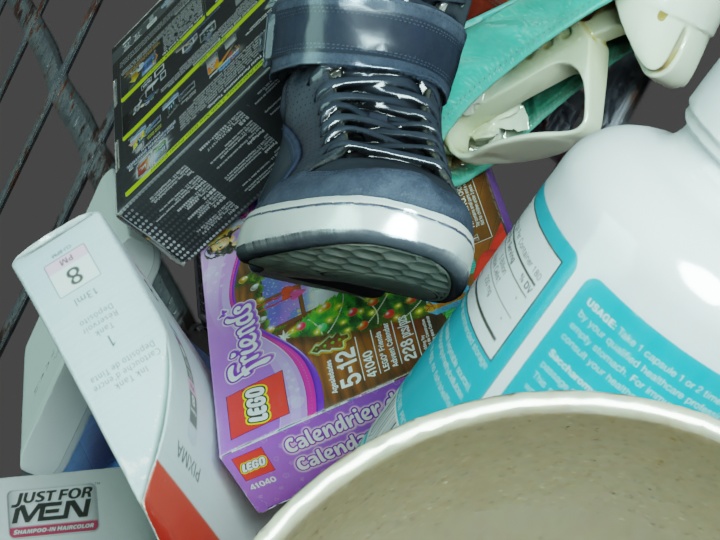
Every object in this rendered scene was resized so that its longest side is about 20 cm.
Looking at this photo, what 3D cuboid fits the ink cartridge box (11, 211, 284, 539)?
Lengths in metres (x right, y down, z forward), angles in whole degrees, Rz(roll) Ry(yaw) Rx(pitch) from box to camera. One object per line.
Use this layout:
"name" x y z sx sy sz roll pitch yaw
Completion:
"ink cartridge box" -0.059 0.093 0.684 0.057 0.163 0.200 -34 56 -7

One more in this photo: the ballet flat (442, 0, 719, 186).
"ballet flat" 0.095 -0.091 0.661 0.199 0.067 0.071 -31 69 32

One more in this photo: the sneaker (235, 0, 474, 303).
"sneaker" 0.005 -0.065 0.590 0.202 0.076 0.148 -175 98 -79

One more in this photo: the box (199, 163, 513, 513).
"box" 0.000 0.000 0.727 0.136 0.039 0.201 -25 36 8

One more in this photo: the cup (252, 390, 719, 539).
"cup" 0.047 0.152 0.427 0.144 0.198 0.202 102 179 -63

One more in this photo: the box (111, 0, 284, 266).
"box" -0.035 -0.119 0.780 0.200 0.044 0.161 -42 32 18

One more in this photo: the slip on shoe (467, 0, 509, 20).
"slip on shoe" 0.042 -0.138 0.809 0.201 0.074 0.061 -54 23 15

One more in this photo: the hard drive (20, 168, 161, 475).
"hard drive" -0.153 0.023 0.937 0.133 0.027 0.200 -64 16 7

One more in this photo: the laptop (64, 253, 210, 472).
"laptop" -0.124 0.018 0.914 0.187 0.115 0.202 -161 67 -75

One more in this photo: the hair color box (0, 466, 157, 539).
"hair color box" -0.133 0.194 0.754 0.061 0.098 0.202 114 150 -66

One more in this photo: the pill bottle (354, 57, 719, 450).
"pill bottle" 0.081 0.034 0.521 0.201 0.110 0.111 -55 26 23
